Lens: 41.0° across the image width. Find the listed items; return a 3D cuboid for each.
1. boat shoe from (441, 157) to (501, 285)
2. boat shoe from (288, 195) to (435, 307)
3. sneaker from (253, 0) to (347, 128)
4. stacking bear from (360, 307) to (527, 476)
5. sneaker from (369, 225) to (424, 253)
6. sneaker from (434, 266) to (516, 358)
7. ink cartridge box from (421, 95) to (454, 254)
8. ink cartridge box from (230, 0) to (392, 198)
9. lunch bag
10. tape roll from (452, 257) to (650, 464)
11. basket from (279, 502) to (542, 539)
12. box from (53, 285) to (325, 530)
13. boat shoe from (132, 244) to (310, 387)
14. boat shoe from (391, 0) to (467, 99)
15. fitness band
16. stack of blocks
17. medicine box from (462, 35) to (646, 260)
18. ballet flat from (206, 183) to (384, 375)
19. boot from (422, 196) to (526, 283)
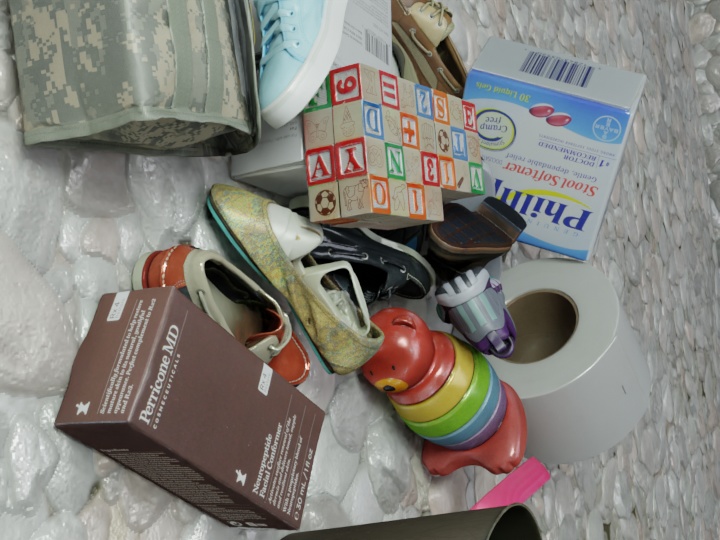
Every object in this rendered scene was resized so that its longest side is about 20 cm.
[{"bbox_3d":[0.125,-0.046,1.094,0.057,0.068,0.201,-93,180,-55],"label":"boat shoe"},{"bbox_3d":[0.002,0.000,0.898,0.199,0.074,0.066,37,56,-50],"label":"boat shoe"},{"bbox_3d":[-0.058,-0.200,0.727,0.082,0.074,0.201,28,56,-25],"label":"sneaker"},{"bbox_3d":[0.070,0.111,0.965,0.200,0.121,0.114,44,50,-37],"label":"stacking bear"},{"bbox_3d":[0.033,-0.101,0.973,0.082,0.073,0.201,-26,109,-63],"label":"sneaker"},{"bbox_3d":[0.123,0.056,0.986,0.088,0.074,0.200,61,9,11],"label":"sneaker"},{"bbox_3d":[0.078,-0.087,1.023,0.200,0.037,0.095,88,3,-61],"label":"ink cartridge box"},{"bbox_3d":[-0.039,-0.167,0.850,0.146,0.086,0.201,16,72,-56],"label":"ink cartridge box"},{"bbox_3d":[-0.135,-0.165,0.663,0.200,0.117,0.165,-9,92,-66],"label":"lunch bag"},{"bbox_3d":[0.223,0.105,1.127,0.139,0.202,0.203,56,40,-39],"label":"tape roll"},{"bbox_3d":[0.027,0.268,0.759,0.136,0.199,0.181,61,36,-31],"label":"basket"},{"bbox_3d":[-0.111,0.104,0.687,0.200,0.075,0.101,45,47,-44],"label":"box"},{"bbox_3d":[-0.090,0.042,0.745,0.200,0.062,0.071,46,44,-47],"label":"boat shoe"},{"bbox_3d":[0.069,-0.270,1.067,0.200,0.074,0.076,61,37,-33],"label":"boat shoe"},{"bbox_3d":[0.127,0.258,0.994,0.037,0.144,0.200,49,26,15],"label":"fitness band"},{"bbox_3d":[0.034,-0.095,0.816,0.200,0.058,0.116,0,84,-57],"label":"stack of blocks"},{"bbox_3d":[0.204,-0.138,1.094,0.103,0.181,0.201,-57,159,-49],"label":"medicine box"},{"bbox_3d":[-0.045,-0.002,0.793,0.200,0.070,0.071,56,38,-20],"label":"ballet flat"},{"bbox_3d":[0.101,-0.013,0.971,0.075,0.097,0.200,42,25,16],"label":"boot"}]
